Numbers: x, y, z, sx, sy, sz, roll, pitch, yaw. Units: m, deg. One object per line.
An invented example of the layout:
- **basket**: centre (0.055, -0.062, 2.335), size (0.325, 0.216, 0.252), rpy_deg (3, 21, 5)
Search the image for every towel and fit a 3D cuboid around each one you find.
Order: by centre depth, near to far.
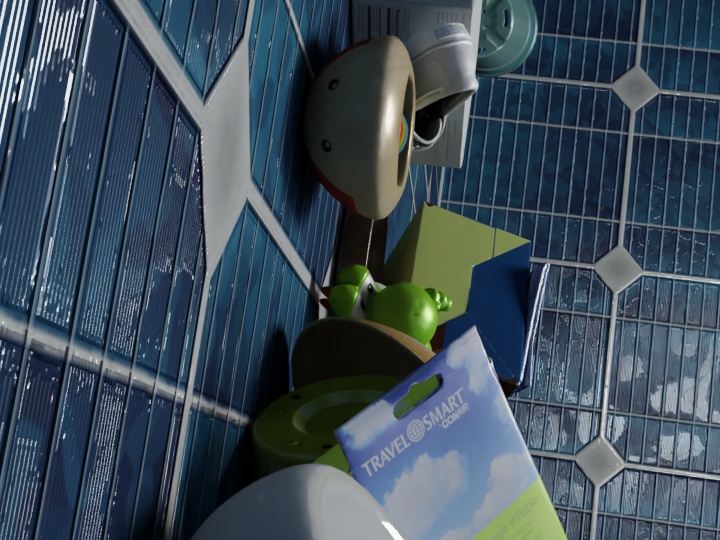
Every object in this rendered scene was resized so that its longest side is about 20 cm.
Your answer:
- **towel**: centre (0.158, 0.090, 1.304), size (0.200, 0.024, 0.146), rpy_deg (127, -20, -63)

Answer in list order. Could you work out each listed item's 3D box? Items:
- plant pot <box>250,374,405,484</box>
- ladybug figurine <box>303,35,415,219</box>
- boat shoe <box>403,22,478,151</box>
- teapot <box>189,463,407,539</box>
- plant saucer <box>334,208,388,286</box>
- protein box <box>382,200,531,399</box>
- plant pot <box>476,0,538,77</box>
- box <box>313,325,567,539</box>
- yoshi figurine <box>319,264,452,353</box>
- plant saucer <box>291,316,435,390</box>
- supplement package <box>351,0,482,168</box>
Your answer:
- **plant pot**: centre (0.004, 0.182, 0.790), size (0.201, 0.198, 0.195), rpy_deg (-67, 151, -70)
- **ladybug figurine**: centre (0.001, -0.108, 0.888), size (0.200, 0.071, 0.137), rpy_deg (7, 89, -84)
- **boat shoe**: centre (0.047, -0.140, 1.012), size (0.200, 0.071, 0.069), rpy_deg (-35, -111, 58)
- **teapot**: centre (-0.037, 0.202, 0.569), size (0.200, 0.145, 0.198), rpy_deg (51, 12, -33)
- **plant saucer**: centre (0.000, 0.000, 1.194), size (0.200, 0.034, 0.203), rpy_deg (6, 90, -84)
- **protein box**: centre (0.081, 0.076, 1.290), size (0.201, 0.134, 0.200), rpy_deg (121, -15, -49)
- **plant pot**: centre (0.253, -0.501, 2.386), size (0.196, 0.198, 0.203), rpy_deg (-22, 119, -75)
- **box**: centre (0.056, 0.148, 0.700), size (0.122, 0.047, 0.201), rpy_deg (-34, 106, -31)
- **yoshi figurine**: centre (0.037, 0.069, 1.041), size (0.200, 0.111, 0.113), rpy_deg (59, 13, -52)
- **plant saucer**: centre (0.030, 0.114, 0.877), size (0.035, 0.199, 0.202), rpy_deg (-36, 143, -35)
- **supplement package**: centre (0.057, -0.227, 1.122), size (0.201, 0.110, 0.157), rpy_deg (90, 9, -52)
